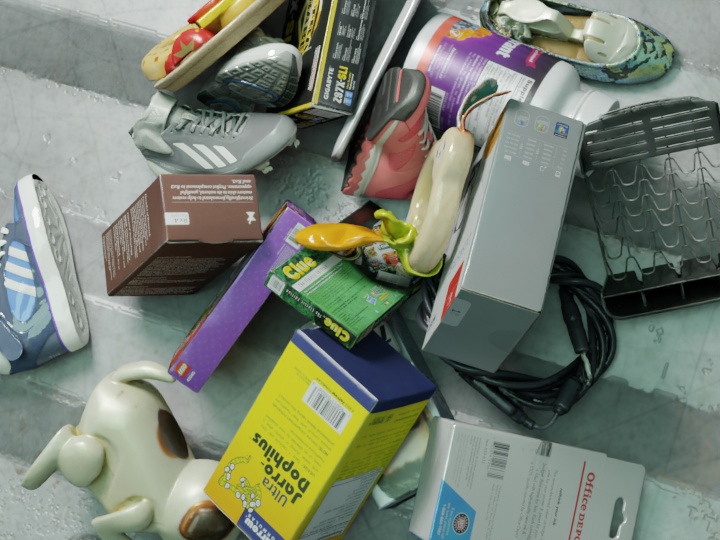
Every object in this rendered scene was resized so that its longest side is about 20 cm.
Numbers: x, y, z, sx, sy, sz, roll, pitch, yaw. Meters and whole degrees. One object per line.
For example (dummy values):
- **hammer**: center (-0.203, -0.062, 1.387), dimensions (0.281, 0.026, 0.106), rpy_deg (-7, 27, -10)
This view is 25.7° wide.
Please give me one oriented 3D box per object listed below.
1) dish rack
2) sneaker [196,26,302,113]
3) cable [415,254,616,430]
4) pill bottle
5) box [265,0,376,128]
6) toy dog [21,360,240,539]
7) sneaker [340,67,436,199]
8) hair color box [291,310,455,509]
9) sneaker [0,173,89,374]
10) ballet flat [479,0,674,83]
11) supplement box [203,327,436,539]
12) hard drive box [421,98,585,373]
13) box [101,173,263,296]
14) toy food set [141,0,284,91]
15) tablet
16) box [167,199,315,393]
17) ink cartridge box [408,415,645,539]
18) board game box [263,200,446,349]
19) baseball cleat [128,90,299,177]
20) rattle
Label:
- **dish rack**: center (0.284, -0.061, 1.477), dimensions (0.153, 0.055, 0.200), rpy_deg (-12, 117, 9)
- **sneaker**: center (-0.107, -0.209, 1.589), dimensions (0.074, 0.200, 0.087), rpy_deg (27, 78, -22)
- **cable**: center (0.149, 0.045, 1.526), dimensions (0.200, 0.051, 0.163), rpy_deg (40, 78, 8)
- **pill bottle**: center (0.146, -0.167, 1.546), dimensions (0.200, 0.111, 0.112), rpy_deg (26, 90, 16)
- **box**: center (-0.034, -0.248, 1.582), dimensions (0.049, 0.160, 0.200), rpy_deg (13, 86, -18)
- **toy dog**: center (-0.199, 0.202, 1.582), dimensions (0.200, 0.140, 0.194), rpy_deg (39, 101, 3)
- **sneaker**: center (0.046, -0.130, 1.539), dimensions (0.087, 0.200, 0.074), rpy_deg (16, 62, -10)
- **hair color box**: center (0.023, 0.126, 1.566), dimensions (0.099, 0.061, 0.200), rpy_deg (-29, 77, 10)
- **sneaker**: center (-0.381, 0.011, 1.677), dimensions (0.146, 0.081, 0.200), rpy_deg (-17, 84, 8)
- **ballet flat**: center (0.210, -0.234, 1.560), dimensions (0.200, 0.074, 0.074), rpy_deg (13, 86, 15)
- **supplement box**: center (-0.040, 0.160, 1.491), dimensions (0.109, 0.109, 0.200), rpy_deg (40, 113, 24)
- **hard drive box**: center (0.131, -0.030, 1.448), dimensions (0.077, 0.156, 0.200), rpy_deg (17, 64, -4)
- **box**: center (-0.181, -0.033, 1.560), dimensions (0.100, 0.200, 0.075), rpy_deg (-1, 77, -27)
- **toy food set**: center (-0.138, -0.254, 1.596), dimensions (0.198, 0.200, 0.049), rpy_deg (-41, 101, -2)
- **tablet**: center (0.019, -0.200, 1.577), dimensions (0.014, 0.130, 0.200), rpy_deg (27, 90, -2)
- **box**: center (-0.117, 0.022, 1.576), dimensions (0.039, 0.137, 0.200), rpy_deg (36, 92, -5)
- **ink cartridge box**: center (0.157, 0.215, 1.490), dimensions (0.200, 0.067, 0.116), rpy_deg (14, 86, -16)
- **board game box**: center (0.000, 0.000, 1.524), dimensions (0.105, 0.200, 0.023), rpy_deg (39, 125, 10)
- **baseball cleat**: center (-0.160, -0.139, 1.599), dimensions (0.200, 0.106, 0.070), rpy_deg (-13, 39, 38)
- **rattle**: center (0.040, -0.101, 1.459), dimensions (0.143, 0.130, 0.200), rpy_deg (22, 127, 7)
